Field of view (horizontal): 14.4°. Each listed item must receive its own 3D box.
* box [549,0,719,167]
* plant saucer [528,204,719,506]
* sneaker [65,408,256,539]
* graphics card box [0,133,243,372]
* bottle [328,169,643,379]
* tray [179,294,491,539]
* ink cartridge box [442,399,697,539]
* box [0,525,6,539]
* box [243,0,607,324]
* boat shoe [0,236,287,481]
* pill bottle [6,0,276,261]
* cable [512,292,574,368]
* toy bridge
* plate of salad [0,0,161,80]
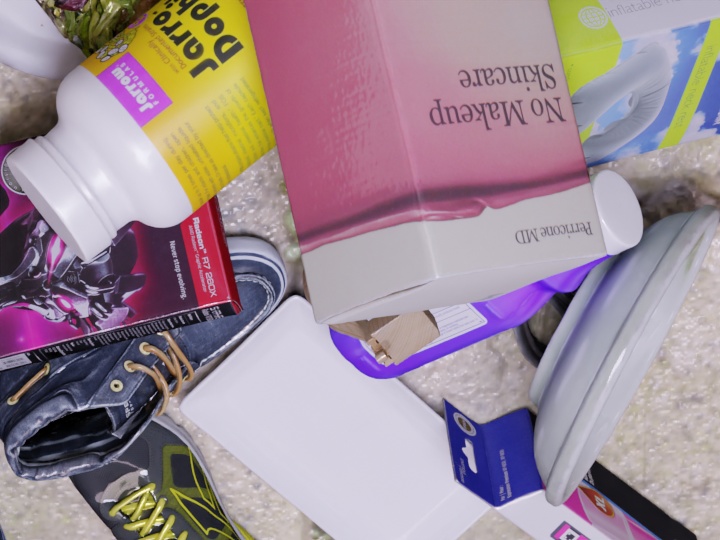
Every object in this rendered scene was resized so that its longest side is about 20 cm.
[{"bbox_3d":[0.160,-0.116,1.614,0.199,0.048,0.122,-15,148,-22],"label":"box"},{"bbox_3d":[0.145,0.042,1.683,0.050,0.200,0.201,29,111,9],"label":"plant saucer"},{"bbox_3d":[-0.111,0.163,1.755,0.074,0.085,0.200,-37,114,10],"label":"sneaker"},{"bbox_3d":[-0.179,-0.014,1.649,0.199,0.051,0.126,-13,80,1],"label":"graphics card box"},{"bbox_3d":[0.072,-0.002,1.660,0.199,0.084,0.065,-24,128,35],"label":"bottle"},{"bbox_3d":[-0.008,0.106,1.775,0.107,0.022,0.200,-43,113,13],"label":"tray"},{"bbox_3d":[0.137,0.149,1.771,0.199,0.095,0.037,34,112,-20],"label":"ink cartridge box"},{"bbox_3d":[-0.277,0.167,1.672,0.106,0.200,0.149,-16,117,0],"label":"box"},{"bbox_3d":[0.032,-0.085,1.496,0.127,0.109,0.201,-8,82,-39],"label":"box"},{"bbox_3d":[-0.126,0.058,1.690,0.199,0.091,0.071,-28,124,0],"label":"boat shoe"},{"bbox_3d":[-0.097,-0.095,1.583,0.200,0.104,0.105,-40,115,-10],"label":"pill bottle"},{"bbox_3d":[0.093,-0.018,1.711,0.096,0.050,0.201,-9,116,-5],"label":"cable"},{"bbox_3d":[0.000,0.000,1.626,0.067,0.200,0.027,-34,117,12],"label":"toy bridge"},{"bbox_3d":[-0.148,-0.192,1.589,0.199,0.048,0.201,-7,122,-11],"label":"plate of salad"}]
